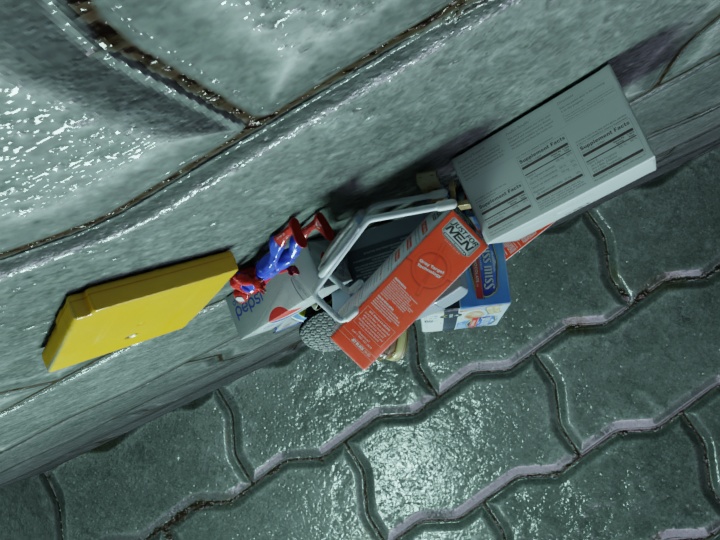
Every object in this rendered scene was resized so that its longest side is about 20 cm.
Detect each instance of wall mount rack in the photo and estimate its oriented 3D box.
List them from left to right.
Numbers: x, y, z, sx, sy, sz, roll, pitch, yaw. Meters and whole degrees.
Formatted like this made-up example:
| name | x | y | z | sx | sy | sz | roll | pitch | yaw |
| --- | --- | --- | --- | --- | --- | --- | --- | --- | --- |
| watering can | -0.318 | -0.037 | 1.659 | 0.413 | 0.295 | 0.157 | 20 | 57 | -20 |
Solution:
| name | x | y | z | sx | sy | sz | roll | pitch | yaw |
| --- | --- | --- | --- | --- | --- | --- | --- | --- | --- |
| wall mount rack | 0.020 | -0.037 | 0.669 | 0.175 | 0.074 | 0.200 | -50 | -174 | 12 |

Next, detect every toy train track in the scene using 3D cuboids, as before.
| name | x | y | z | sx | sy | sz | roll | pitch | yaw |
| --- | --- | --- | --- | --- | --- | --- | --- | --- | --- |
| toy train track | 0.101 | -0.102 | 0.780 | 0.112 | 0.034 | 0.200 | -9 | 170 | 15 |

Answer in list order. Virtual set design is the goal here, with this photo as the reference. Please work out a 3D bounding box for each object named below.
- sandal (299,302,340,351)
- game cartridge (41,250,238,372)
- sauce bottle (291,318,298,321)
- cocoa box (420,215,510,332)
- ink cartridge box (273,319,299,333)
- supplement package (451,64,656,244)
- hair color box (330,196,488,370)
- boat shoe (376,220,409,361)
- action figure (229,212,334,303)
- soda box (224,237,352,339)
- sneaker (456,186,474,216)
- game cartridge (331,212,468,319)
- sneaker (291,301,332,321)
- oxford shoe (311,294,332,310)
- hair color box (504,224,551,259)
| name | x | y | z | sx | sy | sz | roll | pitch | yaw |
| --- | --- | --- | --- | --- | --- | --- | --- | --- | --- |
| sandal | -0.004 | 0.068 | 0.957 | 0.196 | 0.077 | 0.048 | -22 | -154 | -9 |
| game cartridge | -0.247 | 0.045 | 0.669 | 0.174 | 0.033 | 0.199 | -19 | 168 | -40 |
| sauce bottle | -0.046 | 0.052 | 1.115 | 0.197 | 0.066 | 0.064 | -14 | 168 | -44 |
| cocoa box | 0.149 | 0.011 | 0.925 | 0.127 | 0.137 | 0.200 | -6 | 166 | 6 |
| ink cartridge box | -0.117 | 0.075 | 1.241 | 0.117 | 0.043 | 0.200 | -23 | 169 | -23 |
| supplement package | 0.235 | -0.128 | 0.729 | 0.197 | 0.113 | 0.155 | -28 | 171 | 26 |
| hair color box | 0.055 | 0.013 | 0.710 | 0.200 | 0.061 | 0.102 | -47 | -173 | 14 |
| boat shoe | 0.032 | 0.029 | 0.871 | 0.066 | 0.206 | 0.071 | 2 | -179 | -31 |
| action figure | -0.107 | -0.003 | 0.725 | 0.065 | 0.053 | 0.199 | -25 | 176 | -42 |
| soda box | -0.105 | 0.028 | 0.850 | 0.198 | 0.070 | 0.063 | -30 | 170 | 38 |
| sneaker | 0.189 | -0.100 | 0.896 | 0.094 | 0.081 | 0.199 | -15 | 167 | -42 |
| game cartridge | 0.047 | 0.003 | 0.808 | 0.196 | 0.137 | 0.041 | -16 | 162 | 30 |
| sneaker | -0.045 | 0.060 | 1.027 | 0.196 | 0.076 | 0.081 | 14 | 161 | -35 |
| oxford shoe | 0.000 | 0.000 | 0.934 | 0.196 | 0.075 | 0.071 | -26 | 155 | -8 |
| hair color box | 0.242 | -0.064 | 1.090 | 0.199 | 0.064 | 0.111 | -39 | -165 | 15 |
